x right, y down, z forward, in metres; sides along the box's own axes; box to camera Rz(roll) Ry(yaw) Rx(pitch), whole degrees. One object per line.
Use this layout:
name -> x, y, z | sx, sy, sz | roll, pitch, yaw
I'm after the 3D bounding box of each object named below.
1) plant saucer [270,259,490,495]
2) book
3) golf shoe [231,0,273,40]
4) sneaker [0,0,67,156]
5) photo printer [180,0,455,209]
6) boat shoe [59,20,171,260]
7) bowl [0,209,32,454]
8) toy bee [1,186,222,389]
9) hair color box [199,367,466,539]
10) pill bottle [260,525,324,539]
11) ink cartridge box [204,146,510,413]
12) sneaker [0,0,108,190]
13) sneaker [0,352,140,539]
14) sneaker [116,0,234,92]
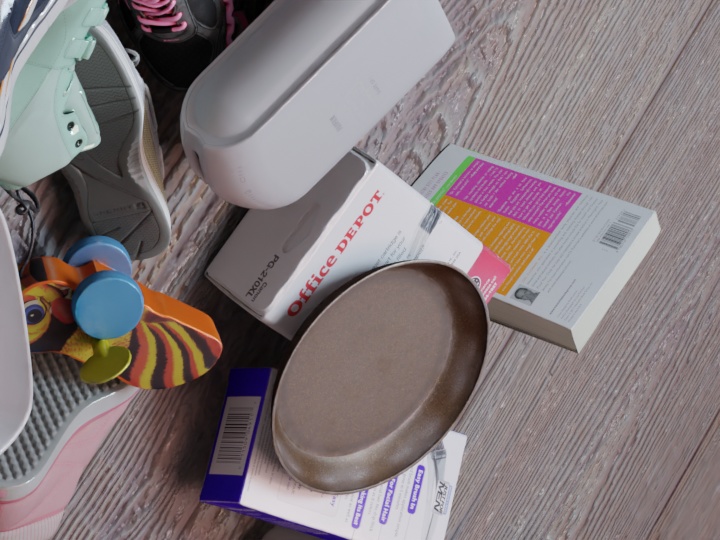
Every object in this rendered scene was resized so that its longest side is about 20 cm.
plant saucer -> 0.010, 0.075, 1.835 | 0.200, 0.032, 0.200 | -21, 128, -28
book -> 0.123, -0.024, 1.986 | 0.134, 0.200, 0.048 | -52, 145, -25
golf shoe -> -0.049, -0.196, 1.743 | 0.200, 0.073, 0.092 | -63, 155, 8
sneaker -> -0.232, -0.125, 1.400 | 0.079, 0.078, 0.200 | 64, 42, -59
photo printer -> -0.033, -0.128, 1.651 | 0.200, 0.069, 0.166 | -45, 163, -2
boat shoe -> -0.169, -0.095, 1.622 | 0.065, 0.074, 0.202 | -92, 168, -45
bowl -> -0.298, 0.060, 1.498 | 0.200, 0.075, 0.200 | -41, 139, -40
toy bee -> -0.196, 0.024, 1.629 | 0.109, 0.200, 0.131 | -45, -171, 12
hair color box -> -0.019, 0.154, 1.912 | 0.200, 0.065, 0.109 | 21, 76, -32
pill bottle -> -0.035, 0.302, 2.022 | 0.113, 0.113, 0.200 | -43, 140, -37
ink cartridge box -> 0.000, 0.000, 1.863 | 0.145, 0.084, 0.200 | -54, 138, 0
sneaker -> -0.183, -0.140, 1.520 | 0.200, 0.074, 0.118 | -45, 136, 1
sneaker -> -0.213, 0.113, 1.675 | 0.200, 0.075, 0.105 | -51, 165, -45
sneaker -> -0.135, -0.193, 1.574 | 0.095, 0.079, 0.200 | -73, 156, -53
